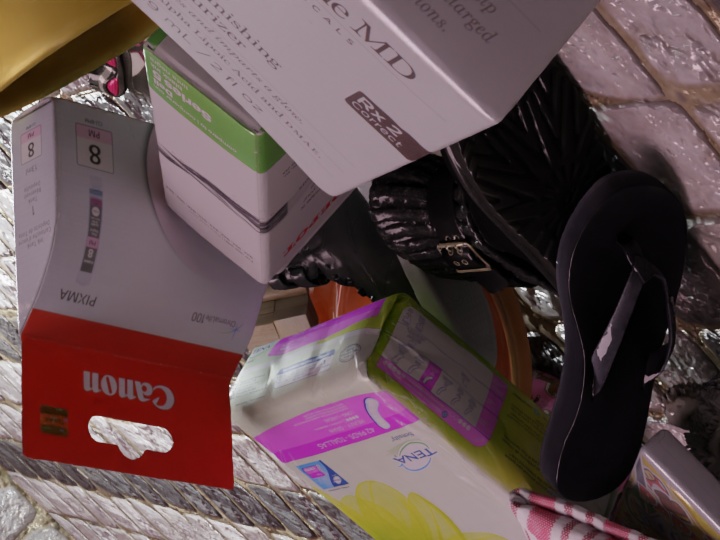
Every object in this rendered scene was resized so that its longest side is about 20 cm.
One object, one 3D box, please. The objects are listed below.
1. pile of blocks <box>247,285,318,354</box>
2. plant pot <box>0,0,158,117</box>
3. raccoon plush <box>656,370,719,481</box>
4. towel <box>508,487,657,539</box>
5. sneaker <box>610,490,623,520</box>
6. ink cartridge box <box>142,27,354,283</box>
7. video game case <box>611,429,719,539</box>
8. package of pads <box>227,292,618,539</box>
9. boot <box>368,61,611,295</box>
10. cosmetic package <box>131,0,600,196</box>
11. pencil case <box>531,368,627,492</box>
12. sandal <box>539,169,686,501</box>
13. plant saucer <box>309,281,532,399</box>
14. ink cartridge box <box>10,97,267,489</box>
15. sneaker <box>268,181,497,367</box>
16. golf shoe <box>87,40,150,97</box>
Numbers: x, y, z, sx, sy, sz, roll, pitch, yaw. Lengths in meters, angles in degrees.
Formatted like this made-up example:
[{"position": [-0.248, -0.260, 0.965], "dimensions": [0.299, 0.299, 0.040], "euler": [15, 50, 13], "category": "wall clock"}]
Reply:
[{"position": [-0.054, -0.033, 1.520], "dimensions": [0.082, 0.062, 0.201], "euler": [-15, -87, -78], "category": "pile of blocks"}, {"position": [-0.175, -0.208, 1.245], "dimensions": [0.189, 0.200, 0.201], "euler": [58, 160, -2], "category": "plant pot"}, {"position": [0.212, 0.107, 1.342], "dimensions": [0.134, 0.097, 0.200], "euler": [51, 161, -6], "category": "raccoon plush"}, {"position": [0.174, 0.201, 1.296], "dimensions": [0.199, 0.030, 0.147], "euler": [21, 148, 41], "category": "towel"}, {"position": [0.194, 0.201, 1.606], "dimensions": [0.112, 0.078, 0.200], "euler": [12, 166, 25], "category": "sneaker"}, {"position": [-0.037, -0.102, 1.262], "dimensions": [0.084, 0.146, 0.200], "euler": [38, 161, 13], "category": "ink cartridge box"}, {"position": [0.221, 0.192, 1.302], "dimensions": [0.200, 0.023, 0.182], "euler": [46, 164, 16], "category": "video game case"}, {"position": [0.039, 0.106, 1.392], "dimensions": [0.200, 0.068, 0.154], "euler": [41, 145, -21], "category": "package of pads"}, {"position": [0.061, -0.054, 1.282], "dimensions": [0.157, 0.080, 0.211], "euler": [20, 153, 47], "category": "boot"}, {"position": [0.012, -0.157, 1.005], "dimensions": [0.165, 0.165, 0.200], "euler": [43, 162, -10], "category": "cosmetic package"}, {"position": [0.091, 0.094, 1.557], "dimensions": [0.200, 0.083, 0.087], "euler": [23, 157, 45], "category": "pencil case"}, {"position": [0.143, 0.039, 1.247], "dimensions": [0.043, 0.076, 0.201], "euler": [42, 138, 49], "category": "sandal"}, {"position": [0.035, 0.047, 1.503], "dimensions": [0.200, 0.032, 0.201], "euler": [18, 116, 42], "category": "plant saucer"}, {"position": [-0.122, 0.014, 1.338], "dimensions": [0.162, 0.201, 0.057], "euler": [14, 150, -43], "category": "ink cartridge box"}, {"position": [0.000, 0.000, 1.422], "dimensions": [0.200, 0.099, 0.071], "euler": [55, -157, 12], "category": "sneaker"}, {"position": [-0.129, -0.174, 1.432], "dimensions": [0.088, 0.078, 0.200], "euler": [14, 156, 10], "category": "golf shoe"}]
